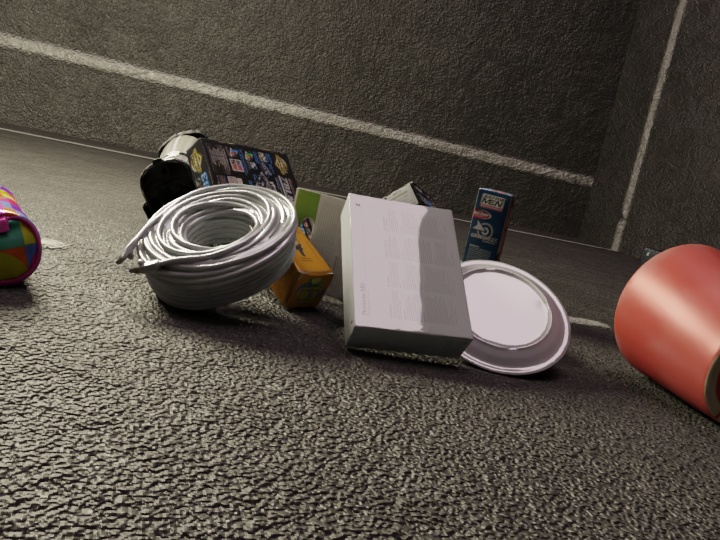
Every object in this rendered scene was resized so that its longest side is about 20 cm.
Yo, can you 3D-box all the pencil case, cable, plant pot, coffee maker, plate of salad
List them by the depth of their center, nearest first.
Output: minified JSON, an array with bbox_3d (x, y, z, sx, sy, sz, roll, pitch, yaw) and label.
[{"bbox_3d":[-0.427,-0.049,0.744,0.087,0.091,0.198,4,15,-38],"label":"pencil case"},{"bbox_3d":[-0.173,-0.034,0.793,0.194,0.071,0.202,2,36,8],"label":"cable"},{"bbox_3d":[0.458,0.092,0.827,0.195,0.205,0.178,10,20,-11],"label":"plant pot"},{"bbox_3d":[0.182,0.063,0.859,0.194,0.049,0.203,4,44,-4],"label":"plate of salad"},{"bbox_3d":[-0.295,-0.136,1.147,0.192,0.134,0.201,43,16,-22],"label":"coffee maker"}]

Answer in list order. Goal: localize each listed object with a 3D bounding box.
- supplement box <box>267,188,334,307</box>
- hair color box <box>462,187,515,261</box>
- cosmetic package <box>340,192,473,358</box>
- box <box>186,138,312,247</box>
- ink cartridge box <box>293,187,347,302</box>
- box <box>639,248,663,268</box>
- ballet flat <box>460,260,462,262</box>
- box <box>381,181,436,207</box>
[{"bbox_3d":[-0.119,-0.036,0.909,0.065,0.070,0.200,3,36,-44],"label":"supplement box"},{"bbox_3d":[0.220,-0.040,1.140,0.059,0.206,0.100,15,11,15],"label":"hair color box"},{"bbox_3d":[0.052,0.004,0.808,0.147,0.052,0.204,10,52,-16],"label":"cosmetic package"},{"bbox_3d":[-0.175,-0.110,1.068,0.049,0.204,0.196,-29,-17,34],"label":"box"},{"bbox_3d":[-0.009,-0.031,0.961,0.195,0.152,0.076,15,8,15],"label":"ink cartridge box"},{"bbox_3d":[1.082,0.000,2.216,0.196,0.110,0.147,5,13,-38],"label":"box"},{"bbox_3d":[0.114,-0.002,1.157,0.071,0.075,0.199,8,0,-21],"label":"ballet flat"},{"bbox_3d":[0.044,-0.087,1.226,0.195,0.051,0.199,-26,-9,15],"label":"box"}]
